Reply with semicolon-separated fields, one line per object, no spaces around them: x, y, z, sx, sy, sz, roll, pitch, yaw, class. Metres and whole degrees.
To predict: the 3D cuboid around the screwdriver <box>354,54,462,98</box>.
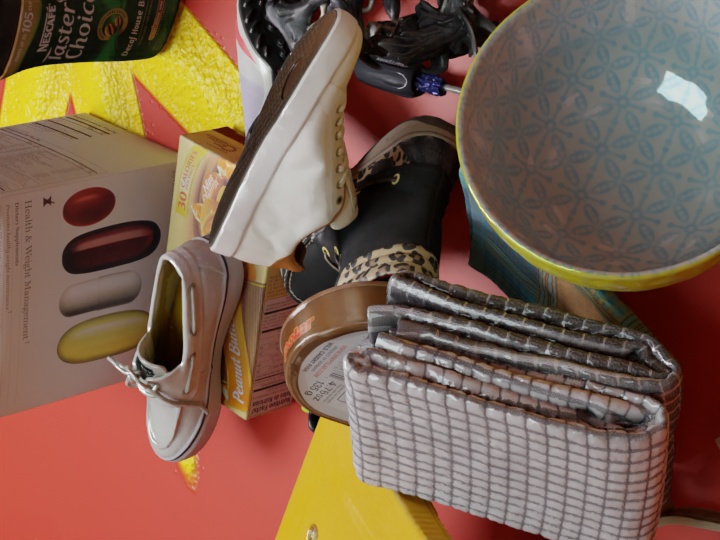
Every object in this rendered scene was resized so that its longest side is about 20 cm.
0.067;-0.122;1.303;0.200;0.029;0.028;21;116;47;screwdriver

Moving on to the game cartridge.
-0.005;0.206;1.285;0.200;0.032;0.177;53;128;55;game cartridge

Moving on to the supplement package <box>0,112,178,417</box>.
-0.263;-0.008;1.557;0.147;0.200;0.192;23;118;40;supplement package

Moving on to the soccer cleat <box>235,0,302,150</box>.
-0.055;-0.114;1.381;0.073;0.068;0.200;100;163;-68;soccer cleat

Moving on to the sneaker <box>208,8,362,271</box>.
-0.028;-0.083;1.267;0.073;0.085;0.200;-86;20;-52;sneaker

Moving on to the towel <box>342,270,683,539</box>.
0.093;0.089;1.164;0.200;0.086;0.166;14;150;14;towel

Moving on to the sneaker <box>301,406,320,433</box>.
0.037;0.131;1.369;0.200;0.083;0.072;23;117;40;sneaker

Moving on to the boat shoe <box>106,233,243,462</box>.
-0.150;0.069;1.462;0.075;0.086;0.202;40;128;32;boat shoe

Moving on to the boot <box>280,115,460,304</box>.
0.000;0.000;1.327;0.200;0.073;0.151;-41;28;38;boot

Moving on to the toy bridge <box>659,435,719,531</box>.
0.246;0.129;1.190;0.200;0.027;0.067;-35;79;43;toy bridge

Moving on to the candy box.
-0.097;0.001;1.493;0.115;0.055;0.200;29;121;38;candy box

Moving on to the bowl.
0.162;-0.069;1.151;0.200;0.200;0.108;51;174;23;bowl

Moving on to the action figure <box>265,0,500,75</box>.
0.022;-0.185;1.279;0.200;0.119;0.102;14;116;49;action figure

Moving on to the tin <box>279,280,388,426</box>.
0.040;0.070;1.262;0.112;0.200;0.042;-44;37;40;tin

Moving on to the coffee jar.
-0.239;-0.206;1.477;0.085;0.200;0.104;44;129;29;coffee jar

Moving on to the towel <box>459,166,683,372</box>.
0.132;0.025;1.233;0.200;0.022;0.147;50;167;24;towel
